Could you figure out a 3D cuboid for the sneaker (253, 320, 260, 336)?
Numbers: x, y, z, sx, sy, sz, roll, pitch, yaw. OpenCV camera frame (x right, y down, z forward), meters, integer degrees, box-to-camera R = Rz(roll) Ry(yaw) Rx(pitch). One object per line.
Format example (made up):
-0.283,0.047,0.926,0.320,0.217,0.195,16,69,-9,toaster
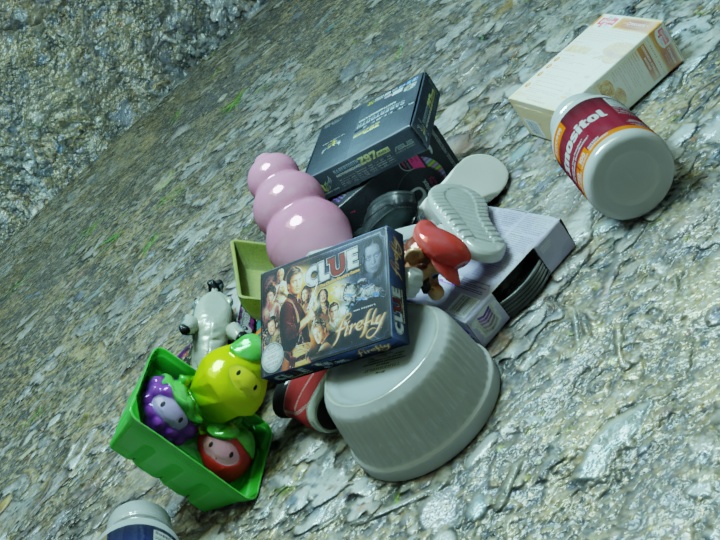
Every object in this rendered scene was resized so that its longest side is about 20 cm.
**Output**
-0.116,0.098,1.547,0.199,0.071,0.081,-11,53,46,sneaker

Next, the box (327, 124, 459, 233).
0.049,-0.121,1.642,0.200,0.123,0.106,-41,26,-5,box

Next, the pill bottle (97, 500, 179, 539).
-0.263,0.364,1.277,0.110,0.111,0.200,-35,26,8,pill bottle

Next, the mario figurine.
0.046,0.022,1.319,0.198,0.106,0.124,-24,34,22,mario figurine

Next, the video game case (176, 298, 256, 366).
-0.225,0.160,1.562,0.200,0.036,0.183,-40,31,35,video game case

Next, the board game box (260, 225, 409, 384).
-0.035,0.043,1.273,0.198,0.034,0.137,-20,61,34,board game box

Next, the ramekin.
0.050,0.131,1.251,0.199,0.105,0.201,-31,26,17,ramekin

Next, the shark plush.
-0.219,0.075,1.533,0.090,0.084,0.201,1,35,-17,shark plush

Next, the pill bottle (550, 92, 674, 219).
0.306,-0.152,1.365,0.112,0.113,0.201,-34,25,8,pill bottle

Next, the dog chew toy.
-0.094,-0.082,1.535,0.124,0.124,0.201,-34,68,9,dog chew toy

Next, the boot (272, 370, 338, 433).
-0.034,0.115,1.433,0.201,0.072,0.144,-53,27,-19,boot

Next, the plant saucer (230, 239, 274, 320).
-0.089,0.026,1.573,0.200,0.197,0.048,-111,31,-63,plant saucer

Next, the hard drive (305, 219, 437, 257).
0.000,0.000,1.434,0.198,0.027,0.132,-16,-27,-33,hard drive

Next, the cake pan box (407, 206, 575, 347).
0.154,0.000,1.392,0.184,0.052,0.199,-48,27,-14,cake pan box

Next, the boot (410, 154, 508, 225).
0.130,-0.092,1.552,0.199,0.073,0.091,-35,-13,-41,boot

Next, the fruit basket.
-0.187,0.178,1.375,0.214,0.216,0.156,-26,28,24,fruit basket

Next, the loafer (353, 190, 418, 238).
0.031,-0.044,1.502,0.201,0.067,0.071,128,139,-57,loafer

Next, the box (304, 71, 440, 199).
0.017,-0.196,1.605,0.198,0.051,0.159,-24,31,29,box

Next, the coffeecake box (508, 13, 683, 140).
0.336,-0.276,1.571,0.200,0.073,0.153,-41,25,-5,coffeecake box

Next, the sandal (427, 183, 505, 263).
0.128,-0.055,1.397,0.203,0.081,0.050,-104,26,-61,sandal
